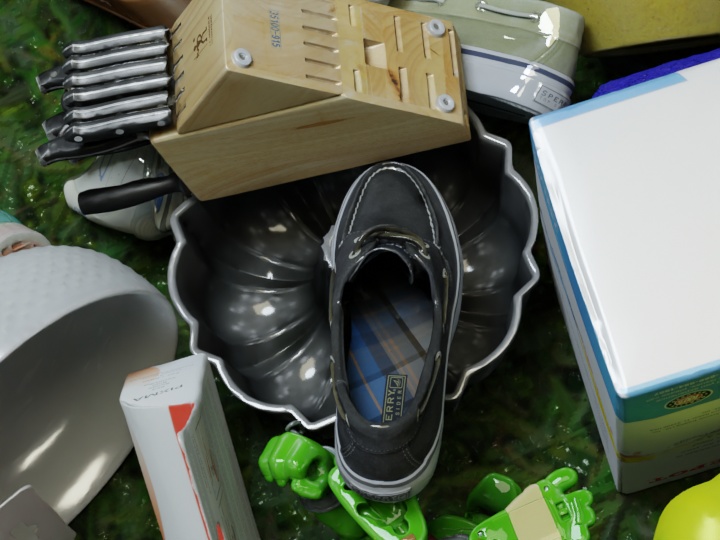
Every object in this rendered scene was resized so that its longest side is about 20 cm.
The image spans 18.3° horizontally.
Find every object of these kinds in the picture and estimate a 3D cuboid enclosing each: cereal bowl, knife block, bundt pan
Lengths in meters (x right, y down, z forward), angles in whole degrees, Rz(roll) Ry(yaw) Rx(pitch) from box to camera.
[{"bbox_3d":[-0.190,0.066,1.142,0.083,0.200,0.200,38,78,22],"label":"cereal bowl"},{"bbox_3d":[-0.065,-0.079,1.176,0.199,0.176,0.064,10,60,-26],"label":"knife block"},{"bbox_3d":[0.000,0.000,1.206,0.200,0.076,0.204,-3,69,7],"label":"bundt pan"}]

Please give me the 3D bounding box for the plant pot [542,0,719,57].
[{"bbox_3d":[0.160,-0.193,1.216,0.198,0.200,0.143,-6,92,5],"label":"plant pot"}]

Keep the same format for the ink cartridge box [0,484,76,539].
[{"bbox_3d":[-0.212,0.209,1.131,0.200,0.115,0.068,-42,70,-9],"label":"ink cartridge box"}]

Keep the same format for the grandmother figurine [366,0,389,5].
[{"bbox_3d":[-0.021,-0.211,1.247,0.060,0.122,0.201,-2,42,-17],"label":"grandmother figurine"}]

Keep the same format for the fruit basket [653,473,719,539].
[{"bbox_3d":[0.239,0.131,1.045,0.215,0.216,0.155,-43,70,-10],"label":"fruit basket"}]

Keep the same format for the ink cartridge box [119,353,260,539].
[{"bbox_3d":[-0.076,0.138,1.069,0.050,0.200,0.163,-16,98,3],"label":"ink cartridge box"}]

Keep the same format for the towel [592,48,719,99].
[{"bbox_3d":[0.216,-0.101,1.178,0.198,0.148,0.050,-18,77,2],"label":"towel"}]

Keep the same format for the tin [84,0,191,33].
[{"bbox_3d":[-0.126,-0.204,1.275,0.199,0.042,0.112,27,79,46],"label":"tin"}]

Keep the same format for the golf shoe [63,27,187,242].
[{"bbox_3d":[-0.112,-0.114,1.269,0.096,0.078,0.201,7,66,20],"label":"golf shoe"}]

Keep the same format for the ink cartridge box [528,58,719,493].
[{"bbox_3d":[0.175,0.004,1.112,0.146,0.200,0.147,-17,70,1],"label":"ink cartridge box"}]

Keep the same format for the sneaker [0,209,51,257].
[{"bbox_3d":[-0.243,0.056,1.228,0.080,0.071,0.201,26,82,44],"label":"sneaker"}]

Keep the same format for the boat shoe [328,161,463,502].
[{"bbox_3d":[0.013,0.014,1.099,0.069,0.066,0.201,3,52,5],"label":"boat shoe"}]

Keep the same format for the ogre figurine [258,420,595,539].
[{"bbox_3d":[0.050,0.141,1.122,0.198,0.120,0.099,1,65,6],"label":"ogre figurine"}]

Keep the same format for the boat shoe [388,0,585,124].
[{"bbox_3d":[0.042,-0.129,1.232,0.199,0.072,0.062,20,84,36],"label":"boat shoe"}]
